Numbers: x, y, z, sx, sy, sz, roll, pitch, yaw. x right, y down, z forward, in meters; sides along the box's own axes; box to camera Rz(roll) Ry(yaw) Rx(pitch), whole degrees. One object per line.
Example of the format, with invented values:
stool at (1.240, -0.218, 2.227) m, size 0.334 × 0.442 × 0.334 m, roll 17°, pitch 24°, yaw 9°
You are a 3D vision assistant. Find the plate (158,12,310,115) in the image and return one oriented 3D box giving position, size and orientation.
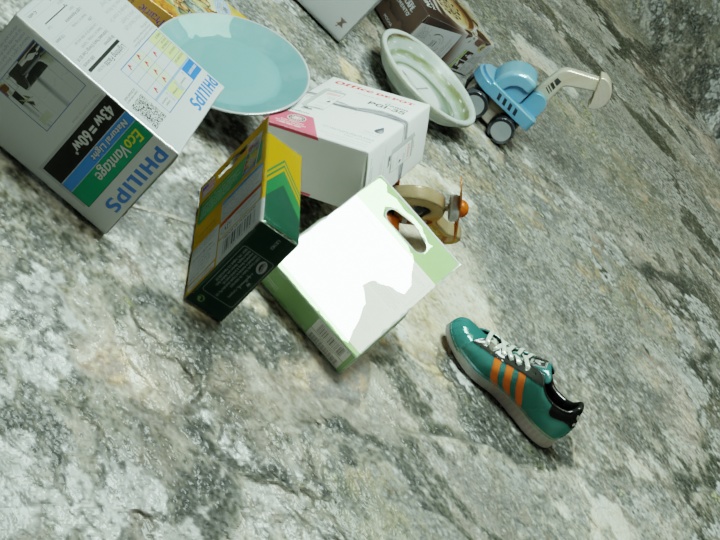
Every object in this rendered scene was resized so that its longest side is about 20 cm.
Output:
plate at (-0.159, -0.245, 1.658) m, size 0.198 × 0.026 × 0.201 m, roll 11°, pitch 42°, yaw -10°

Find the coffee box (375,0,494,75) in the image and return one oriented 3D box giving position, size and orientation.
coffee box at (0.126, -0.423, 2.344) m, size 0.199 × 0.080 × 0.114 m, roll 11°, pitch 44°, yaw -51°

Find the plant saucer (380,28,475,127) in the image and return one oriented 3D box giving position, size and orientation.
plant saucer at (0.095, -0.291, 2.150) m, size 0.200 × 0.050 × 0.201 m, roll 35°, pitch 29°, yaw -23°

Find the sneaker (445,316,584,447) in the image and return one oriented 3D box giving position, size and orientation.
sneaker at (0.194, 0.123, 1.692) m, size 0.200 × 0.080 × 0.071 m, roll 46°, pitch 26°, yaw -2°

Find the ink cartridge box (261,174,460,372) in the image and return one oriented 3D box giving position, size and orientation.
ink cartridge box at (0.000, 0.000, 1.525) m, size 0.146 × 0.048 × 0.200 m, roll 48°, pitch 50°, yaw 4°

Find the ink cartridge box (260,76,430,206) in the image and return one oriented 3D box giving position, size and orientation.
ink cartridge box at (-0.019, -0.159, 1.671) m, size 0.145 × 0.083 × 0.200 m, roll 18°, pitch 29°, yaw 18°

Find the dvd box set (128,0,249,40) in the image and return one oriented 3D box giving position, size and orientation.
dvd box set at (-0.217, -0.330, 1.762) m, size 0.199 × 0.029 × 0.147 m, roll 36°, pitch 28°, yaw -21°

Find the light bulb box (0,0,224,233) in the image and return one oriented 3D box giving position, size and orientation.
light bulb box at (-0.267, -0.178, 1.370) m, size 0.200 × 0.125 × 0.199 m, roll 42°, pitch 26°, yaw -13°

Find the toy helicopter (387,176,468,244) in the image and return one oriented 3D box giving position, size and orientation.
toy helicopter at (0.092, -0.074, 1.780) m, size 0.200 × 0.131 × 0.080 m, roll 33°, pitch 54°, yaw -61°

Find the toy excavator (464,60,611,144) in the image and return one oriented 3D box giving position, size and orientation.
toy excavator at (0.293, -0.300, 2.288) m, size 0.194 × 0.200 × 0.100 m, roll 41°, pitch 27°, yaw -10°

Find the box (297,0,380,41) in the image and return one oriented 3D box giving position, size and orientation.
box at (-0.021, -0.505, 2.104) m, size 0.199 × 0.200 × 0.172 m, roll 44°, pitch 28°, yaw -7°

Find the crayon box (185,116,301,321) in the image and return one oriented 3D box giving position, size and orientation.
crayon box at (-0.119, -0.057, 1.423) m, size 0.051 × 0.126 × 0.201 m, roll 34°, pitch 29°, yaw -24°
